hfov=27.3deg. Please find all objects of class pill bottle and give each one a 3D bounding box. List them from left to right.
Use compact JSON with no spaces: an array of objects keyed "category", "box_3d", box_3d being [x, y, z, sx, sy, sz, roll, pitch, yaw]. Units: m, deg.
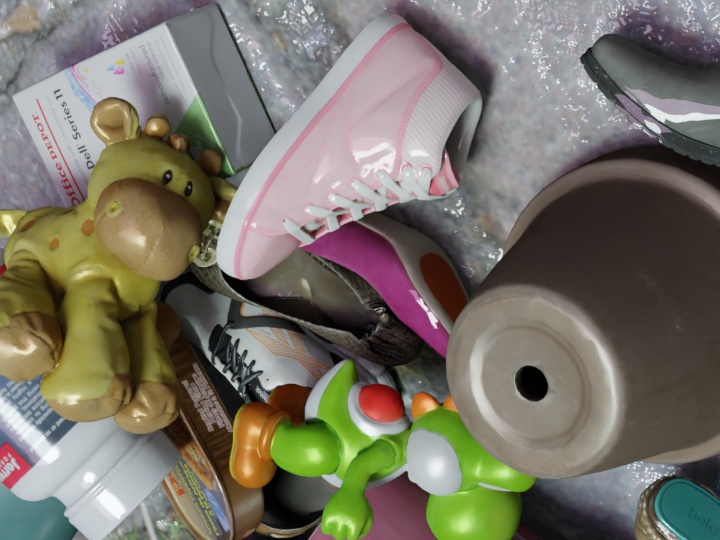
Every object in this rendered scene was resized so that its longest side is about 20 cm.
[{"category":"pill bottle","box_3d":[-0.228,0.093,1.059,0.200,0.120,0.120,45,127,-3]}]

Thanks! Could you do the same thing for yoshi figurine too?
[{"category":"yoshi figurine","box_3d":[0.023,0.134,0.959,0.199,0.113,0.112,6,153,25]}]

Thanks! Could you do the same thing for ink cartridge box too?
[{"category":"ink cartridge box","box_3d":[-0.171,-0.101,1.077,0.200,0.067,0.117,-18,102,35]}]

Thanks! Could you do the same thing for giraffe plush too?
[{"category":"giraffe plush","box_3d":[-0.157,-0.015,0.993,0.162,0.172,0.200,-43,52,21]}]

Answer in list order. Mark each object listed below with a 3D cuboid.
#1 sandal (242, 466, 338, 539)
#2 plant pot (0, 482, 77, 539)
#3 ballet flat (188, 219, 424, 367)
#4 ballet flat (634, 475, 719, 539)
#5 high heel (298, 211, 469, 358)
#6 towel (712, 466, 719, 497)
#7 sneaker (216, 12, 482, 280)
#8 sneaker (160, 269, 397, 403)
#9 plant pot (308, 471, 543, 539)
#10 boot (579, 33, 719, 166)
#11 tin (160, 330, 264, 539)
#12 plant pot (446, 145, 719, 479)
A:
[{"category":"sandal","box_3d":[-0.051,0.175,1.133,0.200,0.055,0.082,-19,100,41]},{"category":"plant pot","box_3d":[-0.296,0.149,1.192,0.201,0.201,0.161,43,106,8]},{"category":"ballet flat","box_3d":[-0.045,0.011,1.052,0.200,0.046,0.068,29,93,15]},{"category":"ballet flat","box_3d":[0.257,0.205,0.939,0.200,0.071,0.065,41,152,13]},{"category":"high heel","box_3d":[0.000,0.000,1.019,0.096,0.067,0.200,-42,71,27]},{"category":"towel","box_3d":[0.295,0.145,0.933,0.147,0.024,0.200,22,120,21]},{"category":"sneaker","box_3d":[-0.001,-0.058,0.946,0.105,0.075,0.200,38,91,16]},{"category":"sneaker","box_3d":[-0.071,0.062,1.084,0.200,0.080,0.074,29,125,20]},{"category":"plant pot","box_3d":[0.058,0.235,1.025,0.179,0.200,0.200,46,128,26]},{"category":"boot","box_3d":[0.237,-0.114,0.841,0.200,0.068,0.131,34,114,12]},{"category":"tin","box_3d":[-0.137,0.116,1.126,0.200,0.042,0.112,61,146,8]},{"category":"plant pot","box_3d":[0.143,0.040,0.870,0.200,0.174,0.201,13,113,32]}]
